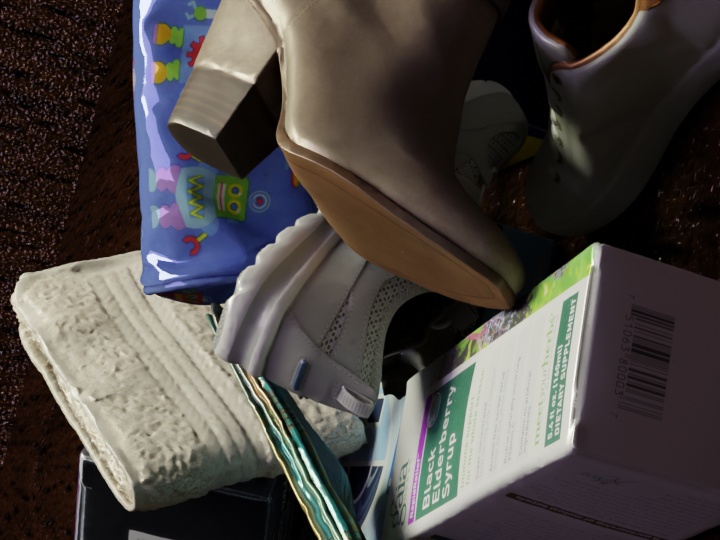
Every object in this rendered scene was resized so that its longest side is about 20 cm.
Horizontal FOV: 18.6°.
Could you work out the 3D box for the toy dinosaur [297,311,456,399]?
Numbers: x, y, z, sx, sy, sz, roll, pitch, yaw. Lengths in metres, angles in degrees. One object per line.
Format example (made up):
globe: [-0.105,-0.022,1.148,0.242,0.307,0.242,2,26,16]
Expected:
toy dinosaur: [0.000,0.000,1.049,0.102,0.077,0.201,-20,41,21]

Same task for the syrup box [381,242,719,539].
syrup box: [0.079,0.065,0.847,0.200,0.081,0.079,139,145,-64]

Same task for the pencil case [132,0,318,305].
pencil case: [-0.058,-0.085,0.986,0.078,0.086,0.201,-6,-84,-77]

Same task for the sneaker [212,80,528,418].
sneaker: [0.021,-0.005,0.940,0.200,0.082,0.075,-47,-13,-37]

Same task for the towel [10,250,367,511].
towel: [-0.094,0.046,1.134,0.200,0.132,0.035,48,144,47]

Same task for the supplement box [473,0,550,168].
supplement box: [0.037,-0.116,1.139,0.200,0.109,0.109,162,123,-72]

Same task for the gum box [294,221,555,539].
gum box: [0.028,0.070,1.112,0.200,0.044,0.171,162,122,-72]

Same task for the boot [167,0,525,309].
boot: [0.020,-0.082,0.883,0.146,0.200,0.070,-51,-30,-18]

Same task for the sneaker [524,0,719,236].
sneaker: [0.098,-0.088,0.931,0.200,0.084,0.073,122,157,-52]

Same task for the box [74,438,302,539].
box: [-0.079,0.109,1.209,0.200,0.104,0.149,-69,-11,-56]

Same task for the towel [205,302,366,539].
towel: [-0.003,0.118,0.942,0.200,0.022,0.147,59,177,45]
